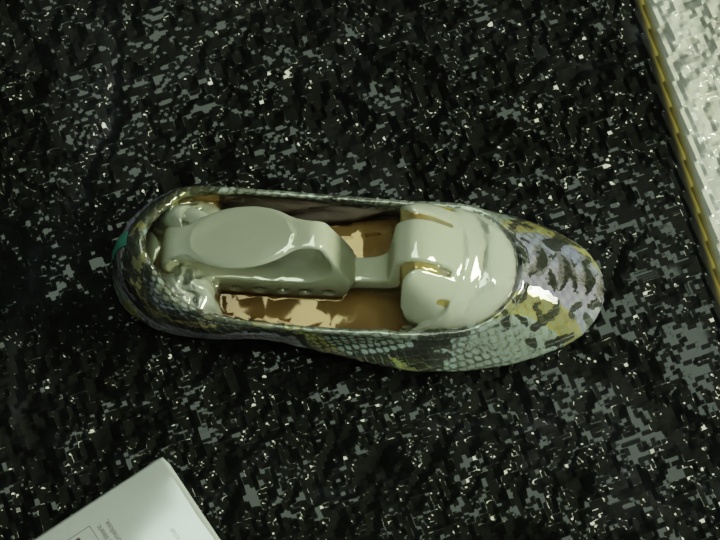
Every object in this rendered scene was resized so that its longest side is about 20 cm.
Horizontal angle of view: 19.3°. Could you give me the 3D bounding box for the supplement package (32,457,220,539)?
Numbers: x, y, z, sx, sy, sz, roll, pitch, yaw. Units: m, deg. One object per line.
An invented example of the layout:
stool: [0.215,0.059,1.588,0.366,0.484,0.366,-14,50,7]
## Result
supplement package: [-0.107,0.194,0.717,0.200,0.152,0.151,-33,75,-13]

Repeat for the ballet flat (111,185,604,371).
ballet flat: [0.000,0.000,0.838,0.200,0.072,0.072,3,70,-1]
